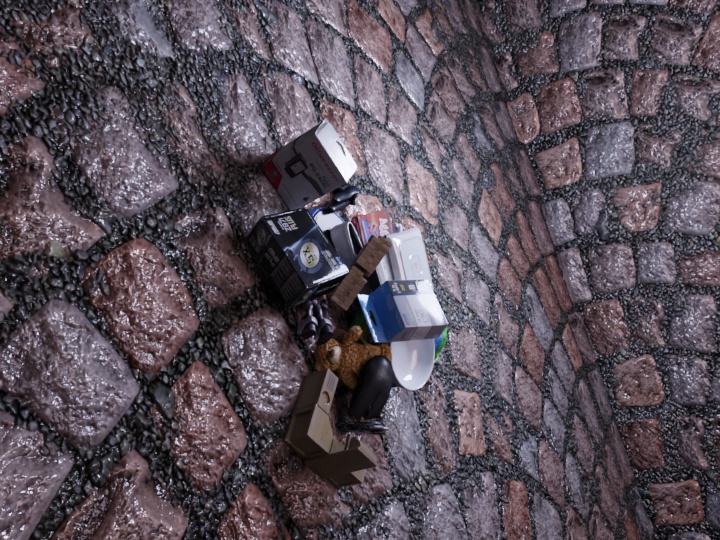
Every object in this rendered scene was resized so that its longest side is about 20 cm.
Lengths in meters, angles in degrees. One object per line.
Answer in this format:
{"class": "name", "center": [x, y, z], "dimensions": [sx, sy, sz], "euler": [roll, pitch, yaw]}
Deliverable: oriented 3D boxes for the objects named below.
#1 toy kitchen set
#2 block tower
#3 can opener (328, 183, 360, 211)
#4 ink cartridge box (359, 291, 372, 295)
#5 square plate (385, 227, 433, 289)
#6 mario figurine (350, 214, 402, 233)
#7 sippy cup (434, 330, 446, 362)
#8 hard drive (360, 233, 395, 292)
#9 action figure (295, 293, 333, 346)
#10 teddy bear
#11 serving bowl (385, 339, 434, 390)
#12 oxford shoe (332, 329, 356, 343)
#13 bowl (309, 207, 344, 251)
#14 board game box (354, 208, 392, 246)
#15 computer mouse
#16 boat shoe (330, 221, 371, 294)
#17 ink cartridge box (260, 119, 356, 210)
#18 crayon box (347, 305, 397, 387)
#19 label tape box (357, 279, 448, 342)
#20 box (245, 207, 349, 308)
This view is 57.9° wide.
{"class": "toy kitchen set", "center": [-0.034, 0.352, 1.473], "dimensions": [0.201, 0.161, 0.183], "euler": [48, 39, -28]}
{"class": "block tower", "center": [0.000, 0.000, 1.648], "dimensions": [0.054, 0.202, 0.058], "euler": [35, 1, -8]}
{"class": "can opener", "center": [-0.052, -0.199, 1.830], "dimensions": [0.077, 0.065, 0.200], "euler": [20, 24, 6]}
{"class": "ink cartridge box", "center": [0.046, 0.079, 1.860], "dimensions": [0.161, 0.049, 0.206], "euler": [-3, 89, -56]}
{"class": "square plate", "center": [0.144, -0.012, 1.799], "dimensions": [0.199, 0.028, 0.204], "euler": [-18, 96, -58]}
{"class": "mario figurine", "center": [0.057, -0.091, 1.852], "dimensions": [0.198, 0.107, 0.124], "euler": [35, 25, -7]}
{"class": "sippy cup", "center": [0.160, 0.178, 1.871], "dimensions": [0.129, 0.177, 0.142], "euler": [17, 103, -47]}
{"class": "hard drive", "center": [0.076, 0.018, 1.749], "dimensions": [0.139, 0.037, 0.205], "euler": [-30, 107, -52]}
{"class": "action figure", "center": [-0.120, 0.083, 1.587], "dimensions": [0.129, 0.069, 0.203], "euler": [30, 34, -34]}
{"class": "teddy bear", "center": [-0.014, 0.215, 1.584], "dimensions": [0.197, 0.147, 0.067], "euler": [31, 5, -18]}
{"class": "serving bowl", "center": [0.116, 0.211, 1.720], "dimensions": [0.197, 0.065, 0.206], "euler": [6, 82, -48]}
{"class": "oxford shoe", "center": [-0.015, 0.234, 1.670], "dimensions": [0.203, 0.070, 0.074], "euler": [61, 9, -11]}
{"class": "bowl", "center": [-0.085, -0.073, 1.745], "dimensions": [0.199, 0.039, 0.205], "euler": [31, 49, -42]}
{"class": "board game box", "center": [0.052, -0.059, 1.799], "dimensions": [0.101, 0.019, 0.206], "euler": [-17, 98, -29]}
{"class": "computer mouse", "center": [0.031, 0.307, 1.569], "dimensions": [0.135, 0.053, 0.205], "euler": [13, 99, -26]}
{"class": "boat shoe", "center": [-0.008, -0.035, 1.735], "dimensions": [0.072, 0.067, 0.204], "euler": [-27, 95, -57]}
{"class": "ink cartridge box", "center": [-0.129, -0.260, 1.639], "dimensions": [0.147, 0.197, 0.084], "euler": [54, 36, -18]}
{"class": "crayon box", "center": [0.051, 0.203, 1.747], "dimensions": [0.201, 0.057, 0.120], "euler": [53, 46, -26]}
{"class": "label tape box", "center": [0.106, 0.099, 1.639], "dimensions": [0.195, 0.067, 0.146], "euler": [1, 51, -31]}
{"class": "box", "center": [-0.147, -0.035, 1.534], "dimensions": [0.162, 0.086, 0.202], "euler": [-18, 70, -51]}
